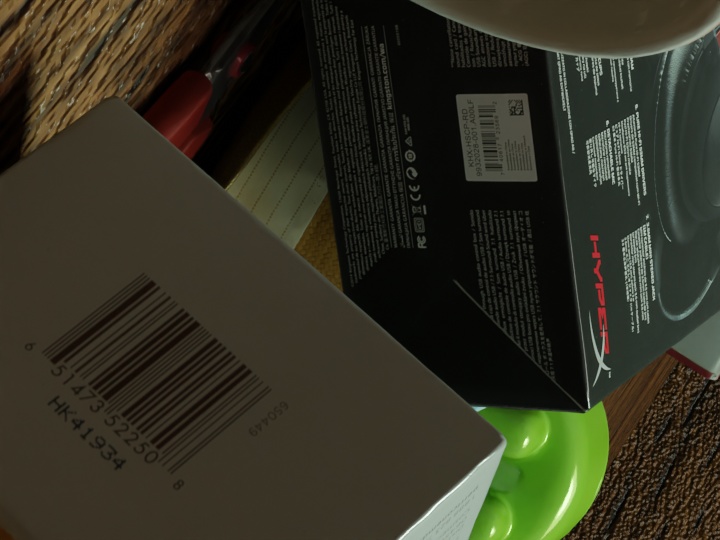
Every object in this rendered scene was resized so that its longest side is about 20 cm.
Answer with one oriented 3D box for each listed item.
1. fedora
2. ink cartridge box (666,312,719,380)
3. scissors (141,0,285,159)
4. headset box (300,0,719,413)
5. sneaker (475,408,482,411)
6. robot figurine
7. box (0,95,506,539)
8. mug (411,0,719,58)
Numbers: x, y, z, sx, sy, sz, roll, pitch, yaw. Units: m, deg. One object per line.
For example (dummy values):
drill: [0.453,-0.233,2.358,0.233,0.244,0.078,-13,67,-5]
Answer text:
fedora: [0.000,0.000,0.827,0.201,0.082,0.201,-56,170,-16]
ink cartridge box: [0.147,-0.068,1.147,0.200,0.147,0.083,-47,166,-45]
scissors: [-0.043,-0.046,0.703,0.200,0.014,0.073,-53,166,-34]
headset box: [0.070,-0.063,0.748,0.200,0.075,0.149,-31,117,-53]
sneaker: [0.017,0.040,1.029,0.074,0.082,0.200,-53,168,-24]
robot figurine: [0.055,0.082,1.229,0.200,0.115,0.176,7,102,-79]
box: [-0.059,0.078,0.629,0.097,0.124,0.200,-40,161,-30]
mug: [0.057,-0.158,0.573,0.200,0.133,0.178,-59,-174,-21]
